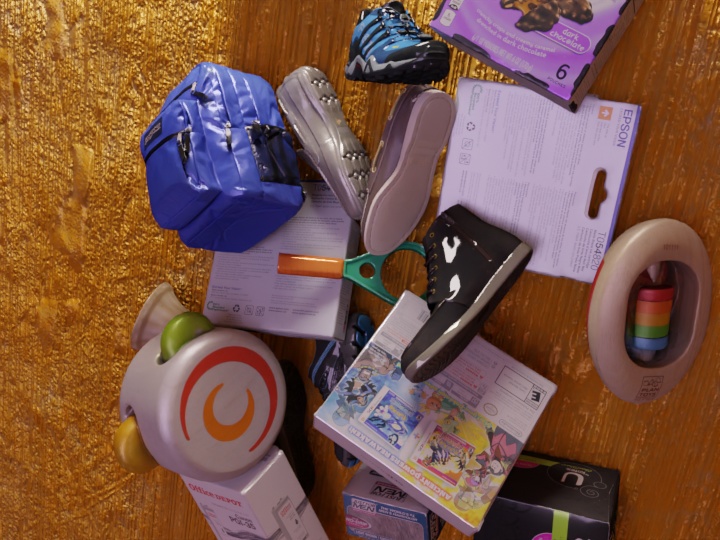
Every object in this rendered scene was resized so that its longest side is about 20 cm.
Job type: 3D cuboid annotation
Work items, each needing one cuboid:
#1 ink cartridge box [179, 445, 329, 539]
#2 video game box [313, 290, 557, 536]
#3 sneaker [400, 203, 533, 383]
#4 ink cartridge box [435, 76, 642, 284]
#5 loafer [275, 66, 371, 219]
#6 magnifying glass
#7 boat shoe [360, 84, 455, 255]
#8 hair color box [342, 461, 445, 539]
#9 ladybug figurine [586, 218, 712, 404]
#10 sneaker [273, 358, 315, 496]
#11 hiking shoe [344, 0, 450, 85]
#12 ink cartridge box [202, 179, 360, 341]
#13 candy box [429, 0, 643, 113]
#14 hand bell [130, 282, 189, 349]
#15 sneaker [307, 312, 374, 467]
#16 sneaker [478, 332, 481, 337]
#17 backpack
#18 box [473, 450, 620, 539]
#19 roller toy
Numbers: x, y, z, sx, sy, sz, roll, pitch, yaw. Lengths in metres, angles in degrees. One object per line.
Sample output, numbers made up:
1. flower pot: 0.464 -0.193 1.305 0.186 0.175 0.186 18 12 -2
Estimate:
1. ink cartridge box: -0.137 0.331 1.013 0.146 0.083 0.201 0 122 43
2. video game box: 0.081 0.146 0.800 0.199 0.182 0.047 33 151 13
3. sneaker: 0.086 0.023 0.804 0.106 0.200 0.075 36 157 20
4. ink cartridge box: 0.190 -0.100 0.830 0.199 0.041 0.201 15 108 21
5. loafer: -0.042 -0.149 0.918 0.070 0.070 0.201 -28 82 33
6. magnifying glass: 0.000 0.000 0.904 0.198 0.022 0.080 5 80 -1
7. boat shoe: 0.044 -0.116 0.861 0.060 0.071 0.201 44 121 47
8. hair color box: 0.066 0.230 0.873 0.099 0.200 0.061 6 115 25
9. ladybug figurine: 0.292 0.042 0.781 0.135 0.072 0.202 0 105 -15
10. sneaker: -0.117 0.221 1.034 0.075 0.070 0.202 -2 100 27
11. hiking shoe: 0.032 -0.245 0.802 0.200 0.074 0.087 -150 61 -62
12. ink cartridge box: -0.099 -0.017 0.972 0.195 0.043 0.202 4 78 25
13. candy box: 0.193 -0.289 0.746 0.167 0.071 0.201 34 103 18
14. hand bell: -0.208 0.105 1.057 0.199 0.104 0.105 24 112 5
15. sneaker: -0.024 0.153 0.980 0.081 0.073 0.202 1 93 30
16. sneaker: 0.076 0.142 0.887 0.200 0.075 0.115 -38 73 2
17. backpack: -0.172 -0.147 0.902 0.162 0.167 0.201 -27 66 37
18. box: 0.214 0.333 0.873 0.148 0.124 0.202 6 106 23
19. roller toy: -0.199 0.164 0.940 0.139 0.182 0.201 -1 71 48
